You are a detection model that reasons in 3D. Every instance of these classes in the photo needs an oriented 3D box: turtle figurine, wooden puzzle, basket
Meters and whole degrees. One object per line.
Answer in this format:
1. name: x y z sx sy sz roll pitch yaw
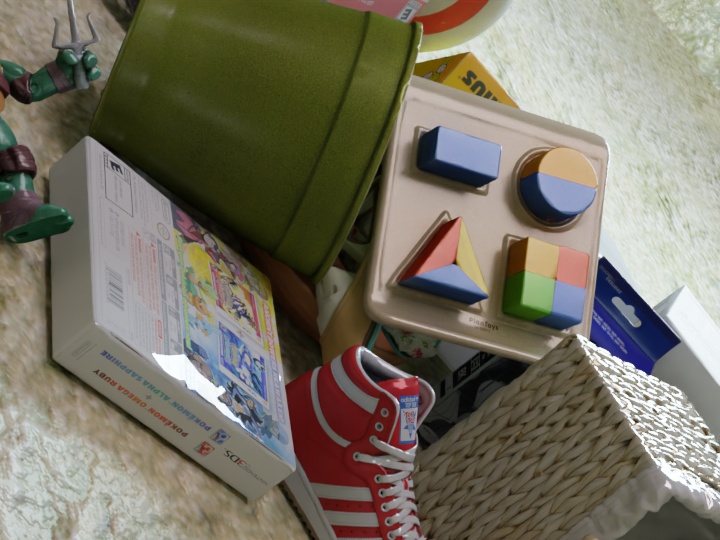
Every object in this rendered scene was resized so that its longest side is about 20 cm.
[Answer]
1. turtle figurine: -0.236 -0.122 1.408 0.149 0.101 0.201 9 61 -42
2. wooden puzzle: 0.101 -0.037 1.636 0.185 0.046 0.201 15 67 -22
3. basket: 0.164 0.177 1.624 0.198 0.200 0.161 28 29 -49

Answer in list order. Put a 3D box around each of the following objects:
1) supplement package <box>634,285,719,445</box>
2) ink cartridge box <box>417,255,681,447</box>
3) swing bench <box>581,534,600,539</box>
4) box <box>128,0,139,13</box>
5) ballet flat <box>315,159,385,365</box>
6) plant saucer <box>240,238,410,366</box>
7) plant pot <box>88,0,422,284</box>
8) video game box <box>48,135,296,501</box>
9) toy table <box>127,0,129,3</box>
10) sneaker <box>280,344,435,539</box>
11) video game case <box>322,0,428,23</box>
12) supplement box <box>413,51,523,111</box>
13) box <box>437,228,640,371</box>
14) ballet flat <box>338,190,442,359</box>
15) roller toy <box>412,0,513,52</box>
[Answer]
1. supplement package: 0.223 0.140 1.805 0.156 0.200 0.111 52 20 0
2. ink cartridge box: 0.141 0.087 1.719 0.099 0.200 0.039 45 18 -16
3. swing bench: 0.182 0.320 1.472 0.199 0.200 0.130 41 -8 -29
4. box: -0.136 -0.290 1.753 0.038 0.136 0.201 -72 144 -73
5. ballet flat: 0.000 0.000 1.644 0.063 0.069 0.200 26 60 -2
6. plant saucer: -0.030 -0.005 1.742 0.200 0.037 0.200 44 21 -21
7. plant pot: -0.083 -0.119 1.592 0.192 0.201 0.201 22 26 -6
8. video game box: -0.125 0.029 1.468 0.182 0.047 0.200 37 25 -31
9. toy table: -0.092 -0.228 1.871 0.200 0.117 0.184 15 41 -57
10. sneaker: 0.021 0.145 1.491 0.200 0.112 0.071 55 21 9
11. video game case: -0.049 -0.159 1.723 0.017 0.200 0.143 51 17 29
12. supplement box: 0.045 -0.093 1.806 0.109 0.110 0.200 46 -18 -17
13. box: 0.135 0.013 1.859 0.106 0.152 0.200 47 11 -14
14. ballet flat: 0.012 -0.024 1.721 0.200 0.064 0.076 55 21 11
15. roller toy: 0.044 -0.276 1.807 0.200 0.182 0.140 44 22 -19
